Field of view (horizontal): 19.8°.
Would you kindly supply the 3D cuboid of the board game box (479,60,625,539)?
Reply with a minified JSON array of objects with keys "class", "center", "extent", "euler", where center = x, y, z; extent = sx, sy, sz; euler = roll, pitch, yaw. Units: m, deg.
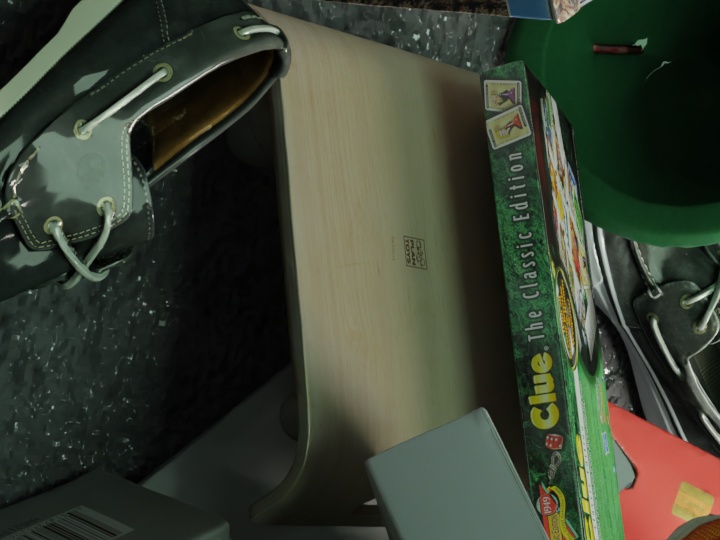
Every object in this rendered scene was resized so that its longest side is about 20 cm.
[{"class":"board game box","center":[0.080,0.026,0.835],"extent":[0.105,0.023,0.202],"euler":[39,43,-72]}]

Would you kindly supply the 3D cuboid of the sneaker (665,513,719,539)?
[{"class":"sneaker","center":[0.115,0.178,0.859],"extent":[0.073,0.077,0.200],"euler":[44,75,-16]}]

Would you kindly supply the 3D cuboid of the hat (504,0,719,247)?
[{"class":"hat","center":[0.172,-0.073,0.991],"extent":[0.199,0.166,0.176],"euler":[-29,160,0]}]

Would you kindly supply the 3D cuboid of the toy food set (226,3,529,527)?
[{"class":"toy food set","center":[0.000,0.000,0.816],"extent":[0.143,0.060,0.202],"euler":[10,70,-49]}]

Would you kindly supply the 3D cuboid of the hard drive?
[{"class":"hard drive","center":[0.011,0.091,0.848],"extent":[0.200,0.026,0.132],"euler":[-38,94,-31]}]

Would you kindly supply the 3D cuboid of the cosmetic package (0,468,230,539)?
[{"class":"cosmetic package","center":[-0.099,0.190,0.760],"extent":[0.106,0.090,0.202],"euler":[-20,116,-42]}]

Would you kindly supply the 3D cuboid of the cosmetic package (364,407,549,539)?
[{"class":"cosmetic package","center":[0.064,0.167,0.732],"extent":[0.051,0.151,0.201],"euler":[-24,142,-6]}]

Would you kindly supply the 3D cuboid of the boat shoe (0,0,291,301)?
[{"class":"boat shoe","center":[-0.103,-0.027,0.702],"extent":[0.200,0.067,0.072],"euler":[-49,173,-23]}]

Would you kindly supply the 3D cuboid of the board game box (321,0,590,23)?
[{"class":"board game box","center":[0.032,-0.169,0.738],"extent":[0.159,0.199,0.098],"euler":[-35,122,-37]}]

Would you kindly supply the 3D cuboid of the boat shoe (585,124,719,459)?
[{"class":"boat shoe","center":[0.161,0.013,1.007],"extent":[0.072,0.071,0.201],"euler":[-47,125,-28]}]

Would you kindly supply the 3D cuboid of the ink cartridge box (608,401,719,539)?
[{"class":"ink cartridge box","center":[0.086,0.137,0.915],"extent":[0.199,0.045,0.177],"euler":[27,77,-19]}]
